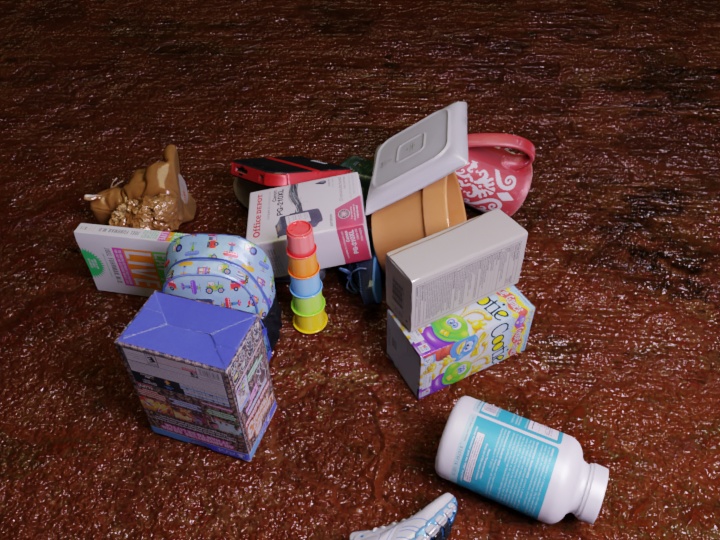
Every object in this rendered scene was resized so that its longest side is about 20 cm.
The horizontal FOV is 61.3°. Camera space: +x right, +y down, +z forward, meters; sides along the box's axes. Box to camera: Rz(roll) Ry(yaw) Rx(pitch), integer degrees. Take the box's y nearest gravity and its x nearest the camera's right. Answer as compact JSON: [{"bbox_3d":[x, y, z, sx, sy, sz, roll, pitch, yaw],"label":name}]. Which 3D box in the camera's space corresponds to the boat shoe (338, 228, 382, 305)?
[{"bbox_3d":[0.000,0.000,1.069,0.068,0.085,0.200,-9,27,3],"label":"boat shoe"}]

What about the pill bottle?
[{"bbox_3d":[0.203,0.245,0.771,0.198,0.111,0.111,19,47,20],"label":"pill bottle"}]

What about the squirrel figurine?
[{"bbox_3d":[-0.427,-0.120,1.155,0.185,0.142,0.201,-11,42,0],"label":"squirrel figurine"}]

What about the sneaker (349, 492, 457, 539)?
[{"bbox_3d":[0.034,0.327,0.723,0.199,0.075,0.086,-35,47,-30],"label":"sneaker"}]

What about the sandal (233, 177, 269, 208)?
[{"bbox_3d":[-0.153,-0.145,1.232,0.210,0.078,0.070,16,14,20],"label":"sandal"}]

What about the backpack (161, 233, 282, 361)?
[{"bbox_3d":[-0.217,0.046,0.926,0.181,0.201,0.135,3,44,4],"label":"backpack"}]

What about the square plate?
[{"bbox_3d":[0.092,-0.200,1.041,0.197,0.028,0.201,-24,35,28],"label":"square plate"}]

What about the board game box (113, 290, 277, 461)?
[{"bbox_3d":[-0.213,0.145,0.823,0.158,0.201,0.097,12,44,13],"label":"board game box"}]

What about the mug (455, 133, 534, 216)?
[{"bbox_3d":[0.213,-0.206,1.137,0.198,0.178,0.134,18,34,-20],"label":"mug"}]

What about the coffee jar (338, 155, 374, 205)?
[{"bbox_3d":[0.049,-0.159,1.211,0.198,0.086,0.104,20,41,22],"label":"coffee jar"}]

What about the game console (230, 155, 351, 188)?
[{"bbox_3d":[-0.140,-0.193,1.176,0.176,0.031,0.199,-10,22,-35],"label":"game console"}]

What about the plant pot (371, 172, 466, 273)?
[{"bbox_3d":[0.105,-0.067,1.055,0.139,0.201,0.201,-8,41,19],"label":"plant pot"}]

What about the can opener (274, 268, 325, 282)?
[{"bbox_3d":[-0.161,-0.009,1.077,0.198,0.053,0.067,2,78,0],"label":"can opener"}]

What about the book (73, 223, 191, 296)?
[{"bbox_3d":[-0.371,-0.015,1.042,0.198,0.134,0.048,6,44,8],"label":"book"}]

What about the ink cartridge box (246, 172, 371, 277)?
[{"bbox_3d":[-0.089,-0.077,1.039,0.198,0.085,0.146,-10,44,4],"label":"ink cartridge box"}]

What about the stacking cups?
[{"bbox_3d":[-0.083,0.012,0.955,0.060,0.201,0.061,1,43,-1],"label":"stacking cups"}]

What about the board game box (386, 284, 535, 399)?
[{"bbox_3d":[0.150,0.093,0.934,0.198,0.106,0.103,-21,47,-18],"label":"board game box"}]

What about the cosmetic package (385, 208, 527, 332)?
[{"bbox_3d":[0.138,-0.003,0.884,0.199,0.104,0.073,-22,46,-21],"label":"cosmetic package"}]
